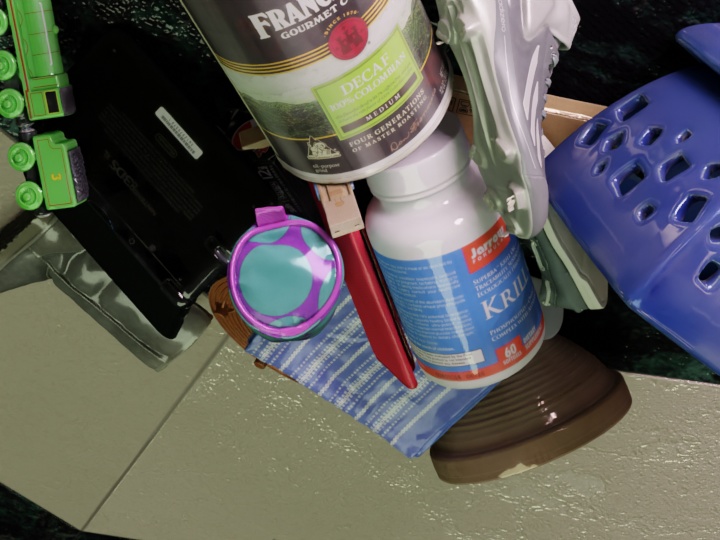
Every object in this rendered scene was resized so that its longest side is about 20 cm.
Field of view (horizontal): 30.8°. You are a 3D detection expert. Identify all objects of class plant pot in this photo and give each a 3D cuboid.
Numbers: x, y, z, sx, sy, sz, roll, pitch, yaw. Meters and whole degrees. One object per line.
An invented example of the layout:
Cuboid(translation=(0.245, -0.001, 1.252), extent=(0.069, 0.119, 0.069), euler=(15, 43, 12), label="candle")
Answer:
Cuboid(translation=(0.147, 0.115, 1.232), extent=(0.199, 0.200, 0.094), euler=(-20, 96, 36), label="plant pot")
Cuboid(translation=(0.268, -0.042, 0.909), extent=(0.199, 0.200, 0.180), euler=(33, 105, -27), label="plant pot")

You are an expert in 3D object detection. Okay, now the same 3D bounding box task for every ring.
Cuboid(translation=(-0.055, 0.068, 1.227), extent=(0.198, 0.019, 0.201), euler=(21, 152, 11), label="ring")

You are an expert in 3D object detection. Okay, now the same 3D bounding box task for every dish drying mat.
Cuboid(translation=(0.000, 0.000, 1.051), extent=(0.018, 0.077, 0.202), euler=(-29, 118, -13), label="dish drying mat")

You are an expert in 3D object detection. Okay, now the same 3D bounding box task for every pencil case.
Cuboid(translation=(-0.055, 0.007, 0.988), extent=(0.084, 0.094, 0.200), euler=(-7, 177, -3), label="pencil case")

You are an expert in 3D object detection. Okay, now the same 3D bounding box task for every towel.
Cuboid(translation=(0.014, 0.077, 1.150), extent=(0.199, 0.024, 0.145), euler=(34, 123, -18), label="towel")

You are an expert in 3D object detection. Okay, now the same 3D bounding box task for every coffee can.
Cuboid(translation=(-0.036, -0.178, 0.877), extent=(0.145, 0.148, 0.201), euler=(-6, 141, 24), label="coffee can")

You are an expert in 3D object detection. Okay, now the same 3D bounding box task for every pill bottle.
Cuboid(translation=(0.068, -0.017, 1.018), extent=(0.111, 0.113, 0.202), euler=(-7, 125, 25), label="pill bottle")

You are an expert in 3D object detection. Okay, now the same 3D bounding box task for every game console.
Cuboid(translation=(-0.178, -0.066, 1.079), extent=(0.176, 0.116, 0.200), euler=(-43, 87, 8), label="game console")

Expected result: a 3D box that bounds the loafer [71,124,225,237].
Cuboid(translation=(-0.174, -0.061, 1.149), extent=(0.199, 0.073, 0.063), euler=(-24, 139, 35), label="loafer")

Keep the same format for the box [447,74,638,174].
Cuboid(translation=(0.121, -0.085, 1.064), extent=(0.197, 0.021, 0.164), euler=(12, 145, 0), label="box")

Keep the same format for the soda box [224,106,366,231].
Cuboid(translation=(-0.047, -0.051, 1.118), extent=(0.063, 0.071, 0.201), euler=(-3, 142, 28), label="soda box")

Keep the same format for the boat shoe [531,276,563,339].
Cuboid(translation=(0.090, 0.015, 1.159), extent=(0.199, 0.074, 0.065), euler=(31, 160, -29), label="boat shoe")

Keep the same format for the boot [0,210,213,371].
Cuboid(translation=(-0.266, 0.026, 1.275), extent=(0.199, 0.073, 0.181), euler=(38, 137, -25), label="boot")

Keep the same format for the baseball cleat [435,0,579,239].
Cuboid(translation=(0.117, -0.126, 0.906), extent=(0.070, 0.106, 0.202), euler=(25, 137, 60), label="baseball cleat")

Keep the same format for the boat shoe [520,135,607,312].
Cuboid(translation=(0.142, -0.034, 1.045), extent=(0.061, 0.073, 0.200), euler=(-7, 140, 27), label="boat shoe")

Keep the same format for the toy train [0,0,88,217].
Cuboid(translation=(-0.248, -0.141, 0.996), extent=(0.056, 0.042, 0.203), euler=(-6, 103, 10), label="toy train")

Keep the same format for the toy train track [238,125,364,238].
Cuboid(translation=(-0.026, -0.080, 0.966), extent=(0.113, 0.201, 0.033), euler=(-18, 128, 0), label="toy train track")
